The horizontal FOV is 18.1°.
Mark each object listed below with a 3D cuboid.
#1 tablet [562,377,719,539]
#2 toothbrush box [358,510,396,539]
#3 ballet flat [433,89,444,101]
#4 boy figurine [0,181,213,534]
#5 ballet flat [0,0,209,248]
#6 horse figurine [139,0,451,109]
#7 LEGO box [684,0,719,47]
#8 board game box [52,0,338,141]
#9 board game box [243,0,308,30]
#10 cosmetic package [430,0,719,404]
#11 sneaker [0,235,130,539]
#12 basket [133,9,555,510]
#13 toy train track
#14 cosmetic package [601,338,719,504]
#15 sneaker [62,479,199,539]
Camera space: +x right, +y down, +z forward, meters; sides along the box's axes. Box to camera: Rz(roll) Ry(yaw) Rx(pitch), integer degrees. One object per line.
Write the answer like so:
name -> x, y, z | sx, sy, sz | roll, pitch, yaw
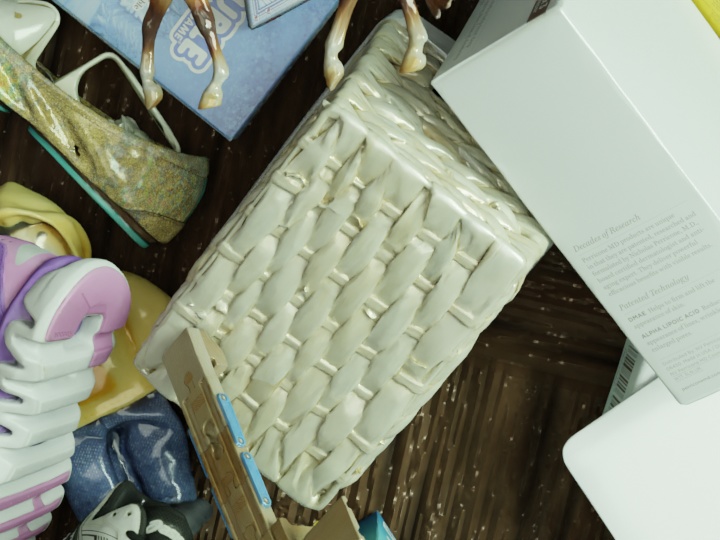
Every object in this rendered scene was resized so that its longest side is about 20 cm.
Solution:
tablet -> 0.213, 0.085, 1.106 | 0.199, 0.014, 0.131 | -34, 94, 3
toothbrush box -> -0.029, 0.208, 1.099 | 0.146, 0.200, 0.086 | -33, 94, 3
ballet flat -> 0.109, -0.099, 1.132 | 0.199, 0.075, 0.068 | -21, 96, 2
boy figurine -> -0.138, 0.047, 1.156 | 0.123, 0.064, 0.201 | -18, 97, 8
ballet flat -> -0.158, -0.096, 1.143 | 0.200, 0.071, 0.071 | 41, 94, -8
horse figurine -> -0.044, -0.142, 0.985 | 0.199, 0.050, 0.134 | -5, 103, 23
LEGO box -> 0.217, -0.145, 1.094 | 0.200, 0.077, 0.149 | 45, 64, -3
board game box -> -0.081, -0.205, 1.142 | 0.199, 0.043, 0.200 | 37, 94, -3
board game box -> -0.012, -0.222, 1.088 | 0.200, 0.062, 0.200 | -42, 95, 3
cosmetic package -> 0.132, -0.053, 1.033 | 0.081, 0.113, 0.200 | -30, 106, 35
sneaker -> -0.186, 0.067, 1.104 | 0.088, 0.080, 0.201 | 31, 110, 22
basket -> 0.000, 0.000, 1.084 | 0.135, 0.123, 0.200 | 38, 121, -2
toy train track -> -0.040, 0.111, 1.003 | 0.115, 0.032, 0.201 | -49, 51, 31
cosmetic package -> 0.229, 0.079, 1.148 | 0.199, 0.074, 0.102 | 18, 95, -2
sneaker -> -0.110, 0.149, 1.039 | 0.075, 0.200, 0.088 | 33, 91, -19
